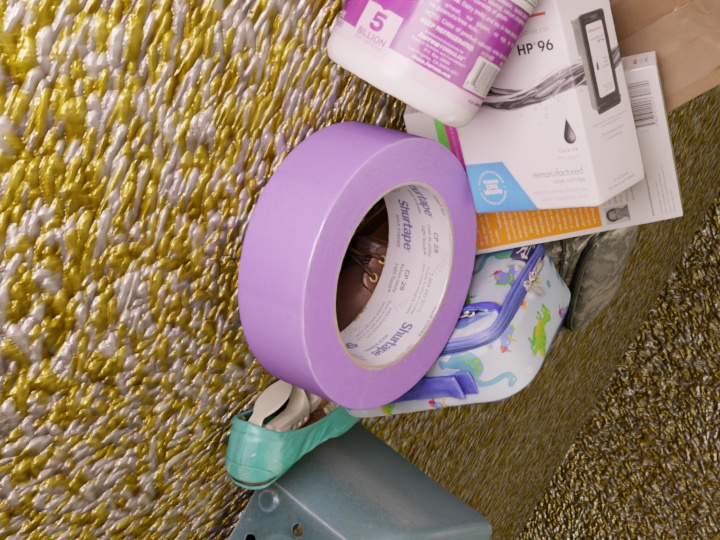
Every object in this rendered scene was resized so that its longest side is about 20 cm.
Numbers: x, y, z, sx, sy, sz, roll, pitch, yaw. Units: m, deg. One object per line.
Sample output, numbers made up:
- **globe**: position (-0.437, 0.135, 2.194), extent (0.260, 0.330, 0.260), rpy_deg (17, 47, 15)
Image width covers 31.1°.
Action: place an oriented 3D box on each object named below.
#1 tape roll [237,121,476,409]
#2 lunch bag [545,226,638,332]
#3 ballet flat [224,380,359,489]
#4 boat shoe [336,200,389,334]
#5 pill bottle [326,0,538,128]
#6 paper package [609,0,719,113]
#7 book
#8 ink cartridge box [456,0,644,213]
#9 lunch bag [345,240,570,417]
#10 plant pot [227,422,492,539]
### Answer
- **tape roll**: position (0.002, -0.004, 0.945), extent (0.199, 0.065, 0.202), rpy_deg (-23, 122, -44)
- **lunch bag**: position (0.195, -0.031, 1.292), extent (0.166, 0.140, 0.201), rpy_deg (-15, 147, -11)
- **ballet flat**: position (-0.048, 0.119, 1.123), extent (0.200, 0.067, 0.071), rpy_deg (-32, 135, -57)
- **boat shoe**: position (0.001, 0.000, 1.057), extent (0.200, 0.072, 0.068), rpy_deg (-49, 150, -35)
- **pill bottle**: position (0.068, -0.203, 0.832), extent (0.201, 0.112, 0.112), rpy_deg (-62, 161, 10)
- **paper package**: position (0.231, -0.197, 1.090), extent (0.190, 0.104, 0.200), rpy_deg (-29, -166, 29)
- **book**: position (0.146, -0.090, 1.030), extent (0.048, 0.198, 0.134), rpy_deg (-74, 151, -54)
- **ink cartridge box**: position (0.121, -0.148, 0.927), extent (0.068, 0.115, 0.202), rpy_deg (-26, 107, -42)
- **lunch bag**: position (0.069, 0.049, 1.096), extent (0.083, 0.199, 0.161), rpy_deg (59, 42, -22)
- **plant pot**: position (-0.029, 0.272, 1.231), extent (0.197, 0.196, 0.200), rpy_deg (-60, 153, 7)
